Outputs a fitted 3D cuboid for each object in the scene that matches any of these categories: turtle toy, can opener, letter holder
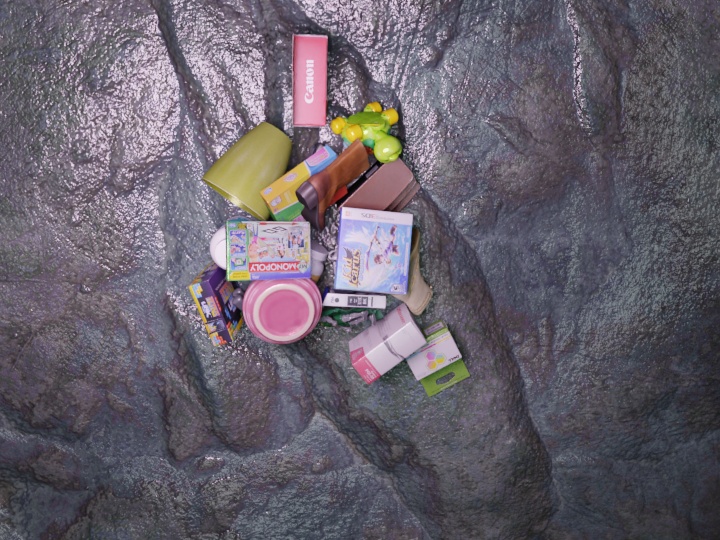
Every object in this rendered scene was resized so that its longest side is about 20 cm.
[{"bbox_3d":[0.027,-0.329,1.366,0.145,0.200,0.102,-28,129,-19],"label":"turtle toy"},{"bbox_3d":[-0.283,0.125,1.496,0.066,0.054,0.200,-29,133,16],"label":"can opener"},{"bbox_3d":[0.055,-0.188,1.445,0.200,0.101,0.142,-42,106,8],"label":"letter holder"}]

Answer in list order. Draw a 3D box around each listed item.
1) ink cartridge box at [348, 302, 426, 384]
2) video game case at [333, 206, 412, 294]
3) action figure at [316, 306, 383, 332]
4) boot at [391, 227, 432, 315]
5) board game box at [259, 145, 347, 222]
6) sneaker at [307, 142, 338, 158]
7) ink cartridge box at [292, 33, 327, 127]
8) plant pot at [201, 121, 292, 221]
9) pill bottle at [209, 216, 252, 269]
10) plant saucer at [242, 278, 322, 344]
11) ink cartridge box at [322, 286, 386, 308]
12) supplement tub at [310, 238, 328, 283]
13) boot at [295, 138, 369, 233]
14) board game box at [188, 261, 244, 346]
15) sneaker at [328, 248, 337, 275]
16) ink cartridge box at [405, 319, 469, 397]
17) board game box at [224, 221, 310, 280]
[{"bbox_3d":[0.072,0.197,1.528,0.199,0.147,0.083,-36,106,6],"label":"ink cartridge box"},{"bbox_3d":[0.032,-0.047,1.382,0.179,0.045,0.203,5,89,-7],"label":"video game case"},{"bbox_3d":[-0.050,0.133,1.510,0.118,0.198,0.055,28,61,-43],"label":"action figure"},{"bbox_3d":[0.145,0.004,1.513,0.072,0.202,0.155,-4,149,36],"label":"boot"},{"bbox_3d":[-0.133,-0.189,1.356,0.199,0.040,0.153,-38,151,-10],"label":"board game box"},{"bbox_3d":[-0.112,-0.222,1.439,0.086,0.075,0.202,18,107,-21],"label":"sneaker"},{"bbox_3d":[-0.119,-0.444,1.321,0.083,0.176,0.203,1,106,-4],"label":"ink cartridge box"},{"bbox_3d":[-0.256,-0.255,1.376,0.186,0.187,0.201,34,84,-12],"label":"plant pot"},{"bbox_3d":[-0.313,-0.065,1.398,0.109,0.200,0.112,-1,106,-3],"label":"pill bottle"},{"bbox_3d":[-0.191,0.096,1.381,0.198,0.051,0.203,-4,110,-12],"label":"plant saucer"},{"bbox_3d":[-0.034,0.072,1.509,0.197,0.099,0.040,1,99,-6],"label":"ink cartridge box"},{"bbox_3d":[-0.184,0.011,1.458,0.143,0.145,0.201,27,102,-11],"label":"supplement tub"},{"bbox_3d":[-0.060,-0.200,1.344,0.200,0.068,0.189,-43,150,-15],"label":"boot"},{"bbox_3d":[-0.357,0.075,1.434,0.056,0.200,0.167,-16,107,5],"label":"board game box"},{"bbox_3d":[0.000,0.000,1.484,0.115,0.075,0.201,-42,104,-24],"label":"sneaker"},{"bbox_3d":[0.220,0.265,1.594,0.147,0.076,0.201,-28,104,4],"label":"ink cartridge box"},{"bbox_3d":[-0.215,-0.047,1.311,0.197,0.029,0.137,-2,92,-22],"label":"board game box"}]
